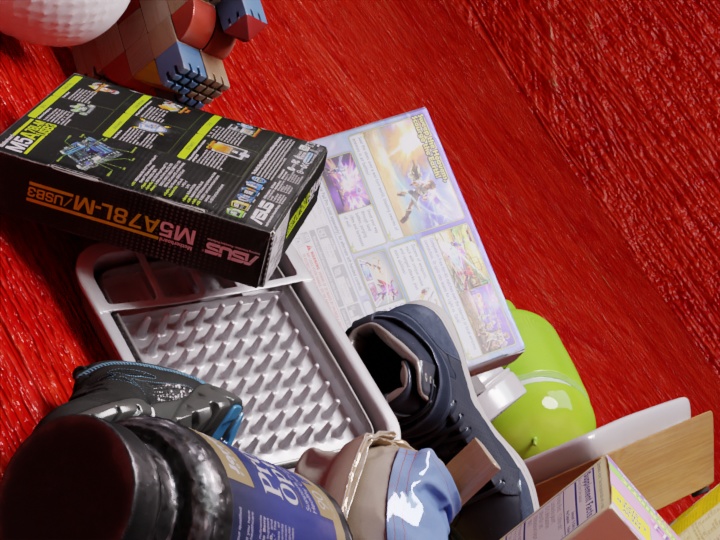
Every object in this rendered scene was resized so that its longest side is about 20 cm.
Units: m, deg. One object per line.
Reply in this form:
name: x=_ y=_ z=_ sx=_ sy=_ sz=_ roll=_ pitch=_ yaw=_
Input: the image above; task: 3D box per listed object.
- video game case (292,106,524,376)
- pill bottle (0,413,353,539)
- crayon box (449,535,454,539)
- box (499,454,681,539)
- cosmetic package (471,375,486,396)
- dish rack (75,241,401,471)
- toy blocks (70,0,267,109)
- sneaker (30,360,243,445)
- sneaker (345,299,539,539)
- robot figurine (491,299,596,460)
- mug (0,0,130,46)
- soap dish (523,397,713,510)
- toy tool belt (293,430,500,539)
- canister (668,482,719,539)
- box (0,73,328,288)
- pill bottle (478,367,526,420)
video game case: x=0.000 y=0.000 z=1.678 sx=0.045 sy=0.180 sz=0.201 roll=126 pitch=-56 yaw=-67
pill bottle: x=-0.095 y=0.139 z=1.185 sx=0.200 sy=0.112 sz=0.112 roll=31 pitch=23 yaw=-56
crayon box: x=0.068 y=0.227 z=1.630 sx=0.126 sy=0.051 sz=0.200 roll=57 pitch=15 yaw=27
box: x=0.138 y=0.254 z=1.459 sx=0.176 sy=0.200 sz=0.097 roll=48 pitch=13 yaw=-8
cosmetic package: x=-0.006 y=0.048 z=1.750 sx=0.201 sy=0.107 sz=0.090 roll=53 pitch=11 yaw=3
dish rack: x=-0.083 y=0.063 z=1.466 sx=0.171 sy=0.044 sz=0.201 roll=-8 pitch=54 yaw=-38
toy blocks: x=-0.147 y=-0.179 z=1.758 sx=0.100 sy=0.199 sz=0.138 roll=21 pitch=43 yaw=-48
sneaker: x=-0.143 y=0.092 z=1.295 sx=0.081 sy=0.074 sz=0.200 roll=25 pitch=8 yaw=19
sneaker: x=0.049 y=0.119 z=1.552 sx=0.204 sy=0.077 sz=0.146 roll=64 pitch=16 yaw=8
robot figurine: x=0.140 y=0.114 z=2.039 sx=0.176 sy=0.115 sz=0.201 roll=56 pitch=8 yaw=-37
mug: x=-0.263 y=-0.254 z=1.683 sx=0.199 sy=0.148 sz=0.175 roll=23 pitch=-14 yaw=35
soap dish: x=0.185 y=0.175 z=1.847 sx=0.199 sy=0.157 sz=0.082 roll=-13 pitch=78 yaw=-56
toy tool belt: x=0.026 y=0.184 z=1.322 sx=0.125 sy=0.122 sz=0.201 roll=69 pitch=13 yaw=-44
canister: x=0.247 y=0.255 z=1.824 sx=0.087 sy=0.200 sz=0.148 roll=50 pitch=13 yaw=3
box: x=-0.131 y=-0.063 z=1.515 sx=0.191 sy=0.048 sz=0.200 roll=14 pitch=20 yaw=4
pill bottle: x=0.045 y=0.048 z=1.908 sx=0.201 sy=0.112 sz=0.112 roll=52 pitch=13 yaw=6
